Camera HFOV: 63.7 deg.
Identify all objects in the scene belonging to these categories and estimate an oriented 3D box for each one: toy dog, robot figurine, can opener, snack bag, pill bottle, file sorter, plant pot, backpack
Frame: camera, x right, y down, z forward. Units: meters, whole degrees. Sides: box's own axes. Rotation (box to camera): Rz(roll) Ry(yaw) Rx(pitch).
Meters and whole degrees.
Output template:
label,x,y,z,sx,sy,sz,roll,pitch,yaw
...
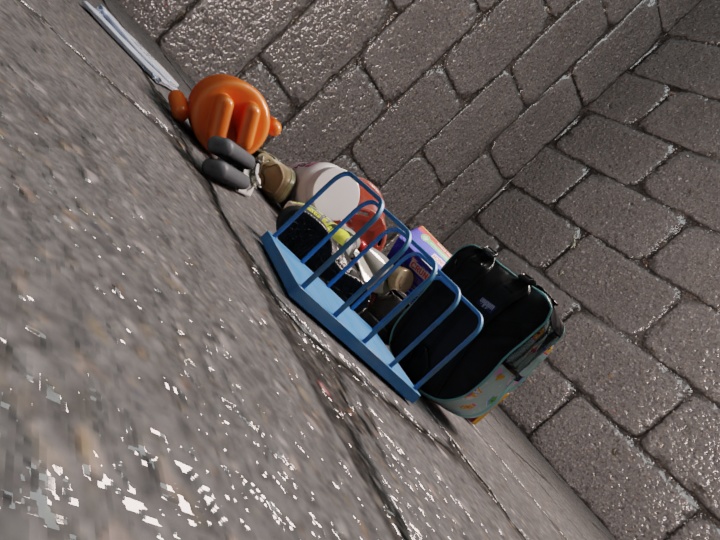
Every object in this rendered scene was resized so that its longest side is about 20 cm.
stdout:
label,x,y,z,sx,sy,sz,roll,pitch,yaw
toy dog,0.000,0.000,1.043,0.200,0.097,0.132,32,-6,-25
robot figurine,-0.205,-0.238,0.881,0.117,0.143,0.200,68,-9,-28
can opener,-0.168,-0.131,0.749,0.066,0.053,0.200,12,2,-1
snack bag,-0.427,-0.422,1.094,0.189,0.021,0.200,47,3,-14
pill bottle,-0.085,-0.153,1.123,0.113,0.113,0.200,46,-11,-26
file sorter,0.015,0.012,0.616,0.200,0.123,0.139,45,3,-32
plant pot,-0.020,-0.120,1.484,0.201,0.201,0.195,46,11,-22
backpack,0.148,0.092,0.777,0.176,0.200,0.153,44,-6,38

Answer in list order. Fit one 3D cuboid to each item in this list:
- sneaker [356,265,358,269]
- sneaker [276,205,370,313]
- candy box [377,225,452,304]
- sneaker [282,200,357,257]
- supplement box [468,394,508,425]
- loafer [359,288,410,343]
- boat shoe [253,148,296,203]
label,x,y,z,sx,sy,sz,roll,pitch,yaw
sneaker,-0.024,-0.054,1.704,0.200,0.080,0.086,39,11,29
sneaker,-0.047,-0.013,0.731,0.200,0.060,0.104,52,1,-31
candy box,0.115,0.040,1.137,0.169,0.077,0.200,48,-38,15
sneaker,-0.073,-0.056,0.923,0.076,0.076,0.200,32,2,-33
supplement box,0.151,0.159,0.989,0.200,0.086,0.110,45,4,-34
loafer,0.050,0.068,0.883,0.073,0.071,0.200,47,3,3
boat shoe,-0.182,-0.190,1.117,0.065,0.072,0.200,30,12,-34
